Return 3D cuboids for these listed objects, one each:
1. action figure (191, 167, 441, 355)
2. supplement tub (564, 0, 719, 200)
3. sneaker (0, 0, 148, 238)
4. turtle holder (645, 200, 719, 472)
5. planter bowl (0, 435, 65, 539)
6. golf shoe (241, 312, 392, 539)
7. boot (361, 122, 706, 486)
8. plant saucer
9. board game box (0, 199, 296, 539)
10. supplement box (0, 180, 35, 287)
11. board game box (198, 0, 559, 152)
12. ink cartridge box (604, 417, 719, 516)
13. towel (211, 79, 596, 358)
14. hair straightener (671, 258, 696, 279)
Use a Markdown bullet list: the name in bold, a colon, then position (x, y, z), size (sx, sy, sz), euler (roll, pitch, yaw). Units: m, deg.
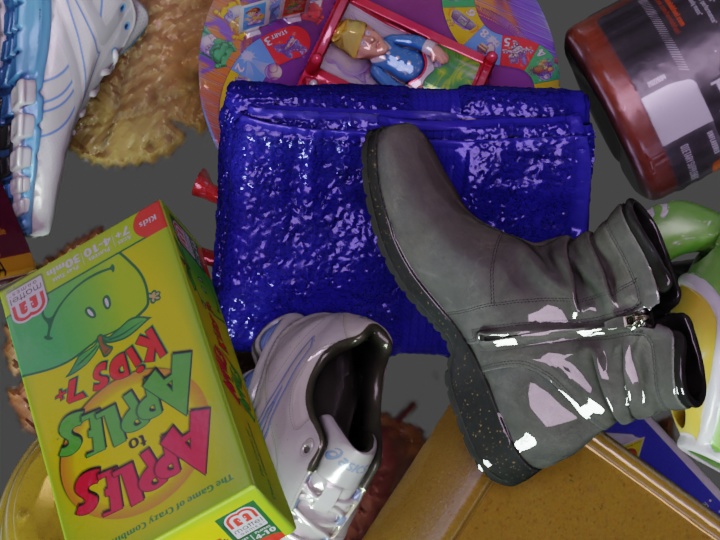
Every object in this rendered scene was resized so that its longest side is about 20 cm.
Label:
- **action figure**: position (0.000, 0.000, 1.566), size (0.199, 0.052, 0.066), euler (19, 93, -1)
- **supplement tub**: position (0.216, -0.126, 1.531), size (0.199, 0.107, 0.107), euler (-28, 86, 2)
- **sneaker**: position (-0.158, -0.117, 1.574), size (0.086, 0.075, 0.201), euler (1, 98, -24)
- **turtle holder**: position (0.208, 0.039, 1.444), size (0.185, 0.141, 0.132), euler (29, 86, -30)
- **planter bowl**: position (-0.125, 0.134, 1.510), size (0.199, 0.083, 0.202), euler (-8, 66, 19)
- **golf shoe**: position (-0.033, 0.112, 1.439), size (0.078, 0.097, 0.201), euler (19, 71, -26)
- **boot**: position (0.090, -0.004, 1.422), size (0.130, 0.068, 0.201), euler (-30, 77, 26)
- **plant saucer**: position (0.106, 0.158, 1.455), size (0.199, 0.048, 0.200), euler (36, 55, -1)
- **board game box**: position (-0.110, 0.068, 1.448), size (0.101, 0.048, 0.201), euler (-29, 48, 8)
- **supplement box**: position (-0.273, -0.065, 1.549), size (0.110, 0.086, 0.201), euler (-26, 85, 28)
- **board game box**: position (0.014, -0.108, 1.547), size (0.199, 0.039, 0.159), euler (-19, 78, -12)
- **ink cartridge box**: position (0.131, 0.193, 1.518), size (0.197, 0.047, 0.200), euler (-41, 86, -24)
- **towel**: position (0.022, -0.024, 1.512), size (0.199, 0.050, 0.149), euler (2, 98, -6)
- **hair straightener**: position (0.160, 0.030, 1.525), size (0.199, 0.041, 0.077), euler (-11, 107, -30)
